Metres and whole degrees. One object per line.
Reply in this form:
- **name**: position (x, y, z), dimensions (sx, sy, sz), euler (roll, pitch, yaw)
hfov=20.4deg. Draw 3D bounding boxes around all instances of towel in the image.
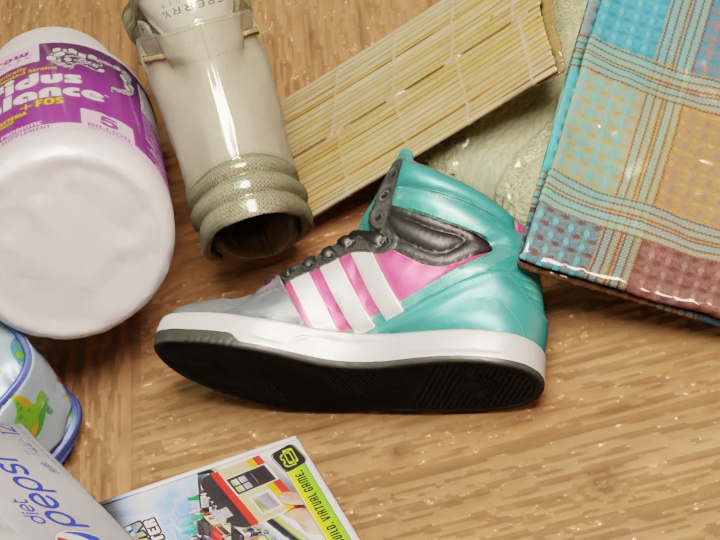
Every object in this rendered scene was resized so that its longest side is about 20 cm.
- **towel**: position (0.168, -0.070, 0.976), dimensions (0.145, 0.022, 0.201), euler (16, 64, 7)
- **towel**: position (0.116, -0.108, 1.054), dimensions (0.148, 0.037, 0.200), euler (31, 72, 38)

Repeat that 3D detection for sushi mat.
- **sushi mat**: position (0.022, -0.093, 1.055), dimensions (0.199, 0.012, 0.096), euler (-29, 47, 31)

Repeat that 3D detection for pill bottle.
- **pill bottle**: position (-0.161, -0.057, 1.069), dimensions (0.112, 0.113, 0.200), euler (-27, 29, 3)

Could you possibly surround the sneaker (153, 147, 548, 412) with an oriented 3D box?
- **sneaker**: position (0.000, 0.000, 0.994), dimensions (0.198, 0.084, 0.122), euler (2, 61, 16)

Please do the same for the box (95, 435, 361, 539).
- **box**: position (-0.036, 0.168, 0.894), dimensions (0.109, 0.035, 0.200), euler (-17, 46, -21)

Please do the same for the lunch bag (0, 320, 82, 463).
- **lunch bag**: position (-0.259, 0.078, 1.056), dimensions (0.199, 0.083, 0.161), euler (27, 70, 35)

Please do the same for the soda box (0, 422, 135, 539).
- **soda box**: position (-0.147, 0.135, 0.895), dimensions (0.200, 0.068, 0.064), euler (34, 107, 47)

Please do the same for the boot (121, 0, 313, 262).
- **boot**: position (-0.074, -0.080, 1.067), dimensions (0.071, 0.200, 0.156), euler (-18, 84, -3)
